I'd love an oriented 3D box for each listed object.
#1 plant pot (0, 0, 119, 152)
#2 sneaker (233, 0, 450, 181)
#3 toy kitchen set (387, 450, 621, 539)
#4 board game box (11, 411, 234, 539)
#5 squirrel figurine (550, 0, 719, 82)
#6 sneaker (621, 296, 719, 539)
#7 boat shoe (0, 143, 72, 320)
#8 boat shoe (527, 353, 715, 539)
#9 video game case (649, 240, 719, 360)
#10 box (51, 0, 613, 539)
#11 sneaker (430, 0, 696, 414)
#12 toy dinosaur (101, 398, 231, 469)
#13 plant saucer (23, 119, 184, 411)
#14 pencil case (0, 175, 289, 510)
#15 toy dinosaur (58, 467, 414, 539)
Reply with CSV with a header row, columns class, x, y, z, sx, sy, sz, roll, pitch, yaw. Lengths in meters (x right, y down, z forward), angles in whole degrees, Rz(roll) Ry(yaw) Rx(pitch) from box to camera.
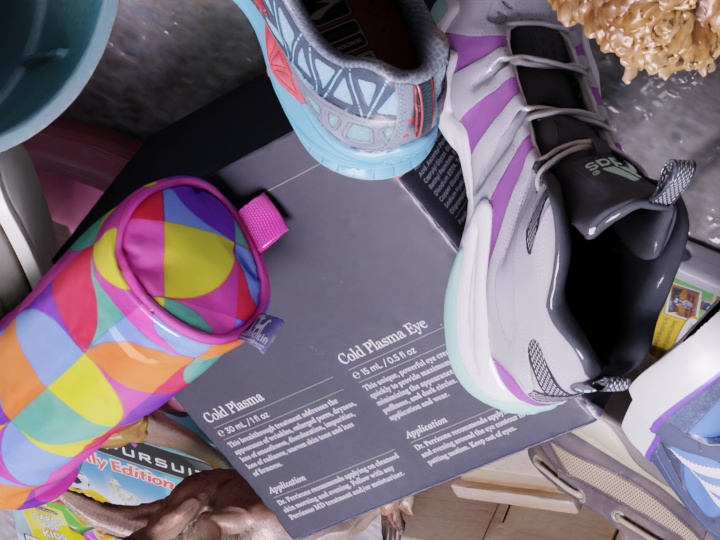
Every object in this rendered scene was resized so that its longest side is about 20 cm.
class,x,y,z,sx,sy,sz,roll,pitch,yaw
plant pot,-0.239,-0.127,1.270,0.200,0.200,0.196,41,151,-21
sneaker,-0.022,-0.138,1.146,0.200,0.079,0.096,55,158,10
toy kitchen set,0.081,0.174,1.411,0.200,0.181,0.163,6,141,31
board game box,-0.128,0.118,1.638,0.151,0.047,0.200,17,145,14
squirrel figurine,0.098,-0.162,1.050,0.186,0.142,0.200,0,154,18
sneaker,0.182,0.081,1.165,0.146,0.081,0.200,44,169,10
boat shoe,-0.170,-0.008,1.339,0.060,0.072,0.202,-9,160,1
boat shoe,0.156,0.106,1.324,0.200,0.074,0.073,39,136,30
video game case,0.097,0.032,1.392,0.182,0.022,0.200,23,145,6
box,0.000,0.000,1.298,0.200,0.104,0.182,-25,113,40
sneaker,0.089,-0.046,1.144,0.078,0.201,0.140,-4,177,-25
toy dinosaur,-0.121,0.074,1.489,0.200,0.061,0.106,19,158,-22
plant saucer,-0.132,-0.008,1.469,0.200,0.051,0.201,18,146,12
pencil case,-0.114,0.034,1.259,0.088,0.088,0.200,38,137,-16
toy dinosaur,-0.054,0.125,1.449,0.200,0.136,0.086,7,132,28
